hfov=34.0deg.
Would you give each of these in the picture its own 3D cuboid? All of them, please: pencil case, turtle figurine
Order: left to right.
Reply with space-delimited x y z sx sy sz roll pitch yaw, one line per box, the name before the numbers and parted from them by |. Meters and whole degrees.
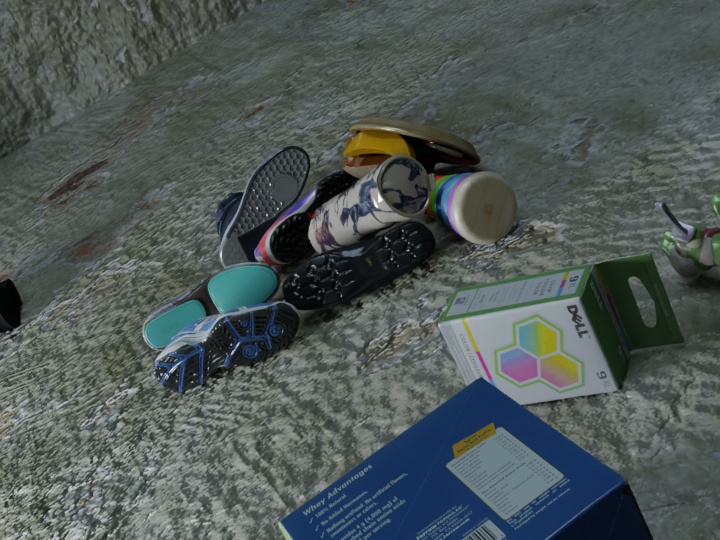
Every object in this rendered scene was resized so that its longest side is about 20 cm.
pencil case | 0.013 -0.077 1.485 0.088 0.079 0.199 -15 -8 -33
turtle figurine | 0.337 -0.065 1.050 0.146 0.198 0.194 -66 7 -8

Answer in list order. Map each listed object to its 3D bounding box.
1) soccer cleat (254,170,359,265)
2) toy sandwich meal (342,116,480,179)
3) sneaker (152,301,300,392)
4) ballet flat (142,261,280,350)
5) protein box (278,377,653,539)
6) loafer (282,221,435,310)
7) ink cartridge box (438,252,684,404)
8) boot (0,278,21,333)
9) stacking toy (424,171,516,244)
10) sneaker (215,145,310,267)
soccer cleat | -0.072 -0.076 1.670 0.200 0.069 0.073 -43 17 -30
toy sandwich meal | 0.064 -0.152 1.601 0.204 0.203 0.071 11 86 55
sneaker | -0.165 0.077 1.445 0.197 0.076 0.077 -20 29 16
ballet flat | -0.197 0.042 1.570 0.198 0.073 0.072 -26 24 3
protein box | 0.080 0.213 0.835 0.197 0.136 0.200 -34 24 -12
loafer | 0.000 0.000 1.446 0.198 0.069 0.070 -23 -13 9
ink cartridge box | 0.181 0.058 1.072 0.197 0.105 0.060 -12 28 31
boot | -0.652 0.087 1.961 0.161 0.074 0.198 -28 16 -4
stacking toy | 0.116 -0.085 1.477 0.085 0.086 0.200 -33 17 -13
sneaker | -0.148 -0.110 1.730 0.204 0.076 0.146 -55 17 12
